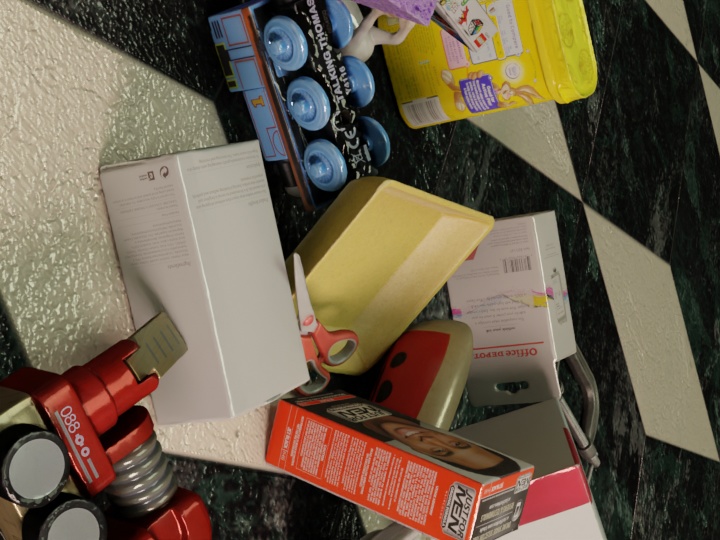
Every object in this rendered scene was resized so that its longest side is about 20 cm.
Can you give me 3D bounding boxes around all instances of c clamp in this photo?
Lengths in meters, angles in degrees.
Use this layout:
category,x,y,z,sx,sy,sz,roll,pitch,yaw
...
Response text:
category,x,y,z,sx,sy,sz,roll,pitch,yaw
c clamp,0.276,0.174,1.618,0.200,0.027,0.171,60,37,-32

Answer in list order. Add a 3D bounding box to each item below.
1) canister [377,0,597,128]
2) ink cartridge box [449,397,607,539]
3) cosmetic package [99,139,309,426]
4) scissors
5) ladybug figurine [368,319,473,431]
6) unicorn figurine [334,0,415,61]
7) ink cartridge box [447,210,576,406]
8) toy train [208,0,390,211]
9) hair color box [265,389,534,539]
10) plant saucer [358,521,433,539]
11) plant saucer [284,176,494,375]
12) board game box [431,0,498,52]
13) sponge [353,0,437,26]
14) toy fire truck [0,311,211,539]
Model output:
category,x,y,z,sx,sy,sz,roll,pitch,yaw
canister,0.128,-0.234,1.306,0.086,0.199,0.149,-33,111,-56
ink cartridge box,0.170,0.263,1.271,0.145,0.144,0.201,-93,162,-70
cosmetic package,-0.116,0.008,0.964,0.113,0.081,0.201,-17,99,-58
scissors,-0.047,0.051,1.044,0.073,0.014,0.200,-41,153,-6
ladybug figurine,0.046,0.126,1.179,0.072,0.136,0.200,24,53,-3
unicorn figurine,-0.018,-0.228,1.157,0.074,0.137,0.201,-17,83,-47
ink cartridge box,0.165,0.042,1.382,0.067,0.116,0.201,-14,96,-59
toy train,-0.050,-0.148,1.075,0.087,0.114,0.201,-32,112,-40
hair color box,0.031,0.161,1.048,0.101,0.199,0.062,-2,108,-59
plant saucer,0.008,0.280,1.081,0.200,0.050,0.201,-41,149,-31
plant saucer,0.000,0.000,1.100,0.048,0.200,0.200,48,18,28
board game box,0.039,-0.297,1.212,0.126,0.035,0.200,41,5,-48
sponge,-0.044,-0.255,1.043,0.111,0.199,0.030,13,99,-59
toy fire truck,-0.155,0.120,0.828,0.200,0.128,0.177,-37,116,-34
